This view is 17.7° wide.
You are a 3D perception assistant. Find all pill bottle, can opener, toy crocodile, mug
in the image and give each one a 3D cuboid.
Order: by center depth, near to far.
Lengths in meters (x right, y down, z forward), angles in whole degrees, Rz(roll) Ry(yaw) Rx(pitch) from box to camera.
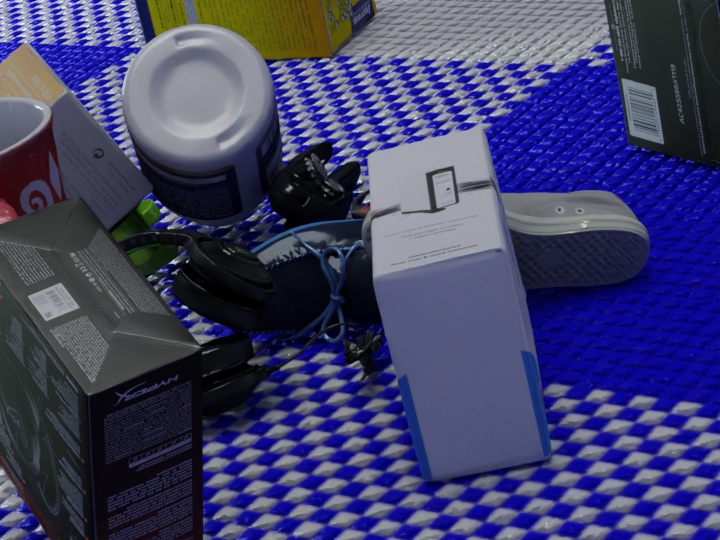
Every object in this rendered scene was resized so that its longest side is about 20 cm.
[{"bbox_3d":[-0.253,0.008,1.563,0.133,0.200,0.178,-8,25,10],"label":"mug"},{"bbox_3d":[-0.115,-0.100,1.743,0.111,0.111,0.200,-15,-16,-4],"label":"pill bottle"},{"bbox_3d":[-0.037,-0.065,1.762,0.079,0.063,0.200,-46,8,19],"label":"can opener"},{"bbox_3d":[-0.191,-0.041,1.801,0.062,0.068,0.200,-35,25,0],"label":"toy crocodile"}]

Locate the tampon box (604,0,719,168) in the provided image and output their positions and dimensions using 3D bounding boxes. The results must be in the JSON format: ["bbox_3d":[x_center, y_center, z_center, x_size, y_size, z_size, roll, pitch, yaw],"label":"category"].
[{"bbox_3d":[0.306,-0.186,1.766,0.200,0.150,0.126,-27,28,-29],"label":"tampon box"}]

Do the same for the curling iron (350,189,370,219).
[{"bbox_3d":[0.072,-0.038,1.710,0.200,0.026,0.050,11,37,42],"label":"curling iron"}]

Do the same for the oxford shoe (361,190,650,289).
[{"bbox_3d":[0.097,-0.025,1.580,0.200,0.075,0.058,1,38,-11],"label":"oxford shoe"}]

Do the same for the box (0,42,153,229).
[{"bbox_3d":[-0.279,-0.054,1.742,0.200,0.106,0.152,-41,28,-4],"label":"box"}]

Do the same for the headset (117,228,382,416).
[{"bbox_3d":[-0.089,0.038,1.536,0.200,0.124,0.094,9,9,12],"label":"headset"}]

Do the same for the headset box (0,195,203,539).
[{"bbox_3d":[-0.157,0.083,1.346,0.077,0.200,0.149,-22,48,-24],"label":"headset box"}]

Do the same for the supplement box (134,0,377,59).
[{"bbox_3d":[-0.103,-0.269,2.204,0.200,0.110,0.109,0,27,26],"label":"supplement box"}]

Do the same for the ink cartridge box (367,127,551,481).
[{"bbox_3d":[0.060,0.017,1.451,0.084,0.146,0.200,-13,23,5],"label":"ink cartridge box"}]

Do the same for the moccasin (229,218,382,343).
[{"bbox_3d":[0.000,0.000,1.602,0.200,0.081,0.068,-19,29,-12],"label":"moccasin"}]
